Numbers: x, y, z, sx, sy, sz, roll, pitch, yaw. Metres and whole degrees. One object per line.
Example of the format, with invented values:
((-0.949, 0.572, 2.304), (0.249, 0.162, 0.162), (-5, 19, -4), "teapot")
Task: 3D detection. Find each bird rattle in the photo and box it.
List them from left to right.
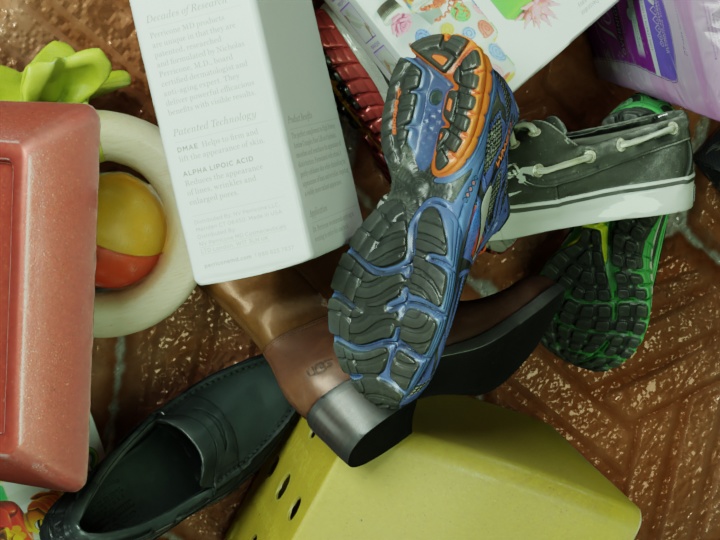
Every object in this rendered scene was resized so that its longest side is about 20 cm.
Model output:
((-0.165, -0.024, 1.003), (0.162, 0.113, 0.201), (19, 95, -9), "bird rattle")

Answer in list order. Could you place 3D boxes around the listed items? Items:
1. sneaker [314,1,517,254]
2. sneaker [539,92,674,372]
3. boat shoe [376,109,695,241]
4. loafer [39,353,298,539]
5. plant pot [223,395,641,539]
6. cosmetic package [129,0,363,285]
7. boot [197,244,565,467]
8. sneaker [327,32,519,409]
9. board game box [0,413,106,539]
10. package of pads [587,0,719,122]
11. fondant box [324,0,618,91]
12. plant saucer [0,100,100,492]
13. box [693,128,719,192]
((0.045, -0.092, 1.102), (0.082, 0.078, 0.200), (-39, 116, -8), "sneaker")
((0.170, -0.022, 1.170), (0.078, 0.085, 0.201), (23, 122, 14), "sneaker")
((0.102, -0.059, 1.051), (0.199, 0.071, 0.064), (-9, 105, -18), "boat shoe")
((-0.104, 0.112, 1.079), (0.200, 0.070, 0.068), (-37, 87, -32), "loafer")
((0.025, 0.172, 1.121), (0.176, 0.200, 0.201), (27, 95, -15), "plant pot")
((-0.063, -0.101, 0.957), (0.074, 0.102, 0.202), (-13, 94, 18), "cosmetic package")
((0.000, 0.000, 1.071), (0.188, 0.200, 0.069), (-32, 154, -21), "boot")
((0.045, -0.021, 0.964), (0.078, 0.075, 0.201), (17, 91, -51), "sneaker")
((-0.201, 0.184, 1.110), (0.126, 0.035, 0.201), (-22, 113, -15), "board game box")
((0.196, -0.163, 1.073), (0.075, 0.200, 0.121), (-17, 109, -11), "package of pads")
((0.043, -0.196, 1.036), (0.144, 0.058, 0.200), (-41, 94, -12), "fondant box")
((-0.232, 0.009, 0.949), (0.037, 0.199, 0.201), (-5, 99, -63), "plant saucer")
((0.346, -0.066, 1.247), (0.158, 0.051, 0.200), (-47, 117, -2), "box")
